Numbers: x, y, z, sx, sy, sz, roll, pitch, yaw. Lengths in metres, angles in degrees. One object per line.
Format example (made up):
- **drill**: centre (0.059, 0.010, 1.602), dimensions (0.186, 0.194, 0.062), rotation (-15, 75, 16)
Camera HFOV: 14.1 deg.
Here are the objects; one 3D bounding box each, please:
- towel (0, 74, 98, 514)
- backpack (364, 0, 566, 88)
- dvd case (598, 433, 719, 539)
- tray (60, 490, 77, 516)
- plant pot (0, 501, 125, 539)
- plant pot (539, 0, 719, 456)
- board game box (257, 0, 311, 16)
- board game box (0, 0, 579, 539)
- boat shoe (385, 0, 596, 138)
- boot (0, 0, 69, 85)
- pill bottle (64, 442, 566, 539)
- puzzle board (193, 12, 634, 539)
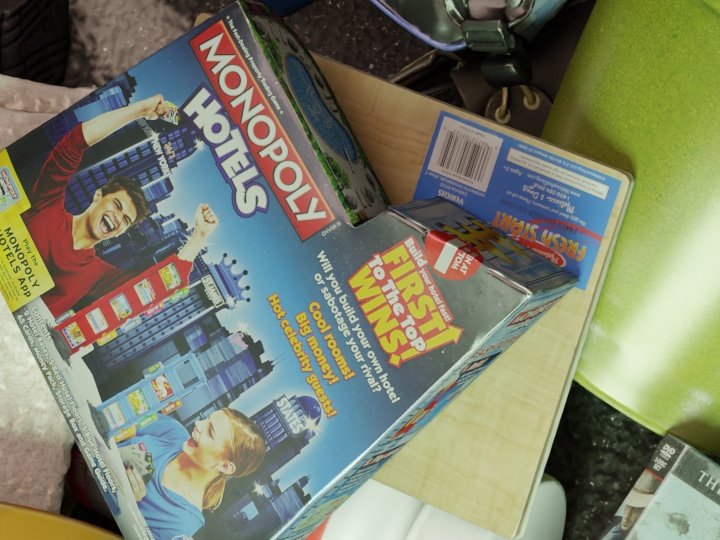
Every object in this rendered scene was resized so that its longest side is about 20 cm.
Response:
- **towel**: centre (-0.171, 0.015, 1.193), dimensions (0.132, 0.034, 0.201), rotation (10, 92, -10)
- **backpack**: centre (0.051, -0.201, 1.200), dimensions (0.200, 0.154, 0.191), rotation (41, 104, 9)
- **dvd case**: centre (0.121, 0.184, 1.158), dimensions (0.200, 0.146, 0.022), rotation (-56, 24, -1)
- **tray**: centre (-0.120, 0.031, 1.289), dimensions (0.037, 0.099, 0.201), rotation (26, 87, 12)
- **plant pot**: centre (-0.174, 0.213, 1.183), dimensions (0.199, 0.200, 0.184), rotation (-6, 61, 18)
- **plant pot**: centre (0.152, -0.037, 1.173), dimensions (0.200, 0.200, 0.193), rotation (39, 103, 23)
- **board game box**: centre (0.001, -0.252, 1.340), dimensions (0.199, 0.056, 0.197), rotation (-29, 70, 11)
- **board game box**: centre (-0.029, 0.006, 1.126), dimensions (0.199, 0.062, 0.201), rotation (-29, 85, 22)
- **boat shoe**: centre (0.051, -0.067, 1.274), dimensions (0.201, 0.060, 0.072), rotation (-30, 69, 11)
- **boot**: centre (-0.230, -0.100, 1.321), dimensions (0.131, 0.200, 0.070), rotation (10, 102, 19)
- **pill bottle**: centre (-0.021, 0.088, 1.234), dimensions (0.199, 0.114, 0.114), rotation (26, 87, 23)
- **puzzle board**: centre (0.000, 0.000, 1.160), dimensions (0.199, 0.017, 0.151), rotation (22, 102, 23)
